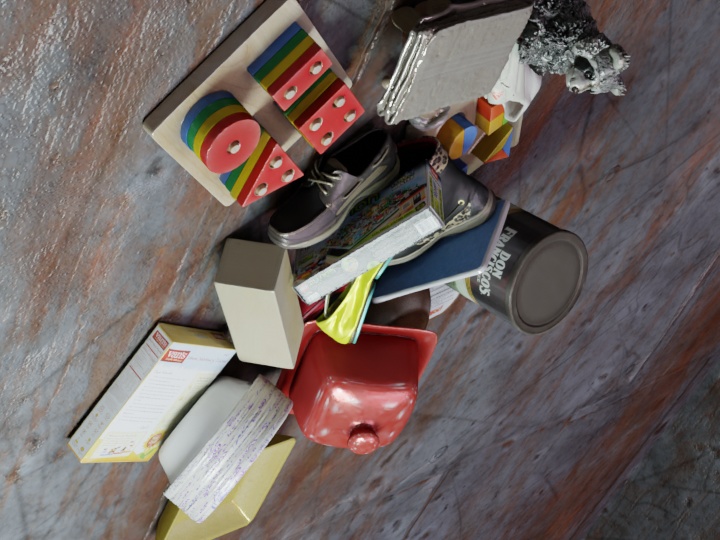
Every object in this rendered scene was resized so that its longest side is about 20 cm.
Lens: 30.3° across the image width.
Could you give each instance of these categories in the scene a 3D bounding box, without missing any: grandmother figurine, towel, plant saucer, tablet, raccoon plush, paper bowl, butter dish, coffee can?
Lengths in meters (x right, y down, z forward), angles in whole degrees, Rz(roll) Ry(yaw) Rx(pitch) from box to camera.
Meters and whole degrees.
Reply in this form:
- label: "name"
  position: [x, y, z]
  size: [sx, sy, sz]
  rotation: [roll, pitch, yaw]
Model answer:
- label: "grandmother figurine"
  position: [0.080, -0.234, 1.559]
  size: [0.119, 0.061, 0.201]
  rotation: [-10, 151, -5]
- label: "towel"
  position: [0.105, -0.237, 1.484]
  size: [0.199, 0.034, 0.133]
  rotation: [-21, 148, -44]
- label: "plant saucer"
  position: [0.032, 0.097, 1.889]
  size: [0.199, 0.037, 0.201]
  rotation: [-35, 155, -18]
- label: "tablet"
  position: [0.105, -0.024, 1.754]
  size: [0.198, 0.014, 0.131]
  rotation: [-17, -142, 42]
- label: "raccoon plush"
  position: [0.269, -0.298, 1.555]
  size: [0.097, 0.132, 0.203]
  rotation: [39, 70, -70]
- label: "paper bowl"
  position: [-0.186, 0.219, 1.740]
  size: [0.201, 0.104, 0.201]
  rotation: [-51, -179, 1]
- label: "plant saucer"
  position: [-0.211, 0.322, 1.969]
  size: [0.199, 0.048, 0.201]
  rotation: [-14, 141, -47]
- label: "butter dish"
  position: [-0.004, 0.177, 1.778]
  size: [0.197, 0.149, 0.201]
  rotation: [7, 134, -18]
- label: "coffee can"
  position: [0.191, -0.019, 1.821]
  size: [0.145, 0.199, 0.148]
  rotation: [-19, 123, -32]

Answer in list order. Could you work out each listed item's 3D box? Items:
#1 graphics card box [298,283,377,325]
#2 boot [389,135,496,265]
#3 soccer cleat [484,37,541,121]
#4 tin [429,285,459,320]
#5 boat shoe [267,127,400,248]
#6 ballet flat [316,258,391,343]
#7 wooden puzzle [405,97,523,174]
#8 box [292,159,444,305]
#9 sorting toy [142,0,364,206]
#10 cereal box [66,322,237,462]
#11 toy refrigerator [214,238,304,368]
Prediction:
- label: "graphics card box"
  position: [-0.030, 0.054, 1.829]
  size: [0.125, 0.051, 0.200]
  rotation: [-42, 153, -5]
- label: "boot"
  position: [0.058, -0.088, 1.709]
  size: [0.198, 0.074, 0.151]
  rotation: [-20, 141, 23]
- label: "soccer cleat"
  position: [0.168, -0.246, 1.617]
  size: [0.200, 0.069, 0.078]
  rotation: [32, 79, -56]
- label: "tin"
  position: [0.119, 0.002, 1.983]
  size: [0.111, 0.042, 0.201]
  rotation: [-19, 145, -33]
- label: "boat shoe"
  position: [-0.036, -0.105, 1.576]
  size: [0.200, 0.074, 0.074]
  rotation: [-41, 146, -26]
- label: "ballet flat"
  position: [0.000, 0.000, 1.675]
  size: [0.067, 0.066, 0.202]
  rotation: [-71, -174, -70]
- label: "wooden puzzle"
  position: [0.145, -0.170, 1.752]
  size: [0.199, 0.046, 0.186]
  rotation: [-33, 152, -21]
- label: "box"
  position: [0.008, -0.045, 1.604]
  size: [0.199, 0.111, 0.035]
  rotation: [-31, 119, 19]
- label: "sorting toy"
  position: [-0.098, -0.159, 1.392]
  size: [0.199, 0.070, 0.200]
  rotation: [-44, 155, 0]
- label: "cereal box"
  position: [-0.258, 0.156, 1.662]
  size: [0.201, 0.040, 0.143]
  rotation: [-51, 154, 12]
- label: "toy refrigerator"
  position: [-0.120, 0.041, 1.631]
  size: [0.201, 0.075, 0.071]
  rotation: [81, 19, -59]
